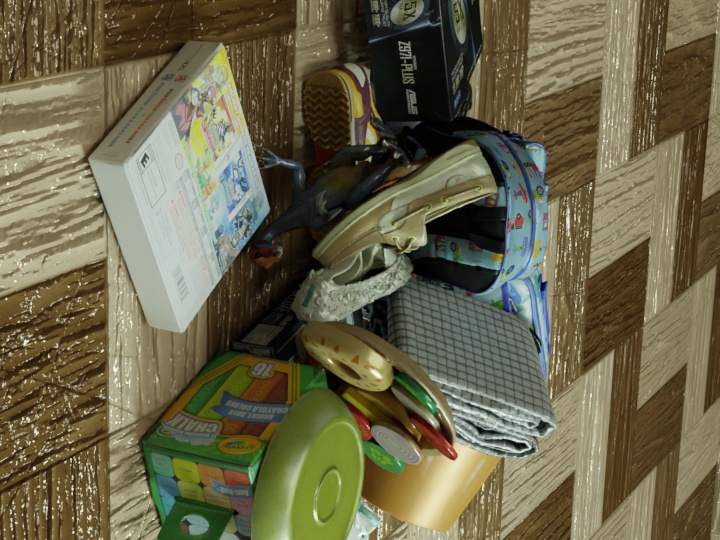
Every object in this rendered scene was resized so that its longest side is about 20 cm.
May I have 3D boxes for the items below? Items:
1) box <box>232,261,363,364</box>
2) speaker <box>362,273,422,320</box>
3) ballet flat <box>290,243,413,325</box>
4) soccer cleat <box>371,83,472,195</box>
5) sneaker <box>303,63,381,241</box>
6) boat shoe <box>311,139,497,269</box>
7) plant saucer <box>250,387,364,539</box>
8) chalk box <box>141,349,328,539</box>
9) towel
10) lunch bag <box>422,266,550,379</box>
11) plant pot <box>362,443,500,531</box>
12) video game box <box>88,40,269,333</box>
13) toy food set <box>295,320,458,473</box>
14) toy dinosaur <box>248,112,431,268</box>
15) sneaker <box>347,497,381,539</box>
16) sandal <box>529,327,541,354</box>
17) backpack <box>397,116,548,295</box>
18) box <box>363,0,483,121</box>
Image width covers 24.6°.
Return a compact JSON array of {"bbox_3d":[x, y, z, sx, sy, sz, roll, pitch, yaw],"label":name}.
[{"bbox_3d":[-0.060,0.100,1.765,0.200,0.050,0.158,-45,136,-52],"label":"box"},{"bbox_3d":[0.046,-0.039,1.906,0.200,0.081,0.081,-69,152,-22],"label":"speaker"},{"bbox_3d":[0.000,0.000,1.722,0.200,0.072,0.072,-35,129,-54],"label":"ballet flat"},{"bbox_3d":[0.044,-0.157,1.888,0.200,0.073,0.068,-46,139,-24],"label":"soccer cleat"},{"bbox_3d":[-0.010,-0.121,1.767,0.090,0.075,0.200,-26,122,-54],"label":"sneaker"},{"bbox_3d":[0.046,-0.053,1.645,0.066,0.200,0.074,57,0,5],"label":"boat shoe"},{"bbox_3d":[-0.042,0.213,1.580,0.200,0.031,0.200,-34,129,-58],"label":"plant saucer"},{"bbox_3d":[-0.122,0.188,1.582,0.200,0.125,0.124,-52,143,-47],"label":"chalk box"},{"bbox_3d":[0.103,0.109,1.799,0.086,0.200,0.166,-55,-154,34],"label":"towel"},{"bbox_3d":[0.157,0.063,2.067,0.083,0.161,0.200,-73,158,-51],"label":"lunch bag"},{"bbox_3d":[0.086,0.200,1.966,0.200,0.200,0.183,6,109,-64],"label":"plant pot"},{"bbox_3d":[-0.160,-0.077,1.506,0.182,0.047,0.200,-55,145,-39],"label":"video game box"},{"bbox_3d":[0.013,0.125,1.640,0.049,0.198,0.200,-51,-177,-25],"label":"toy food set"},{"bbox_3d":[-0.027,-0.064,1.666,0.181,0.105,0.200,-46,137,14],"label":"toy dinosaur"},{"bbox_3d":[-0.020,0.265,1.860,0.075,0.088,0.200,-52,142,-43],"label":"sneaker"},{"bbox_3d":[0.123,0.079,1.994,0.045,0.200,0.075,-87,-159,-49],"label":"sandal"},{"bbox_3d":[0.135,-0.067,1.777,0.134,0.200,0.183,-4,103,-28],"label":"backpack"},{"bbox_3d":[0.073,-0.280,1.826,0.200,0.086,0.164,-66,153,-55],"label":"box"}]
